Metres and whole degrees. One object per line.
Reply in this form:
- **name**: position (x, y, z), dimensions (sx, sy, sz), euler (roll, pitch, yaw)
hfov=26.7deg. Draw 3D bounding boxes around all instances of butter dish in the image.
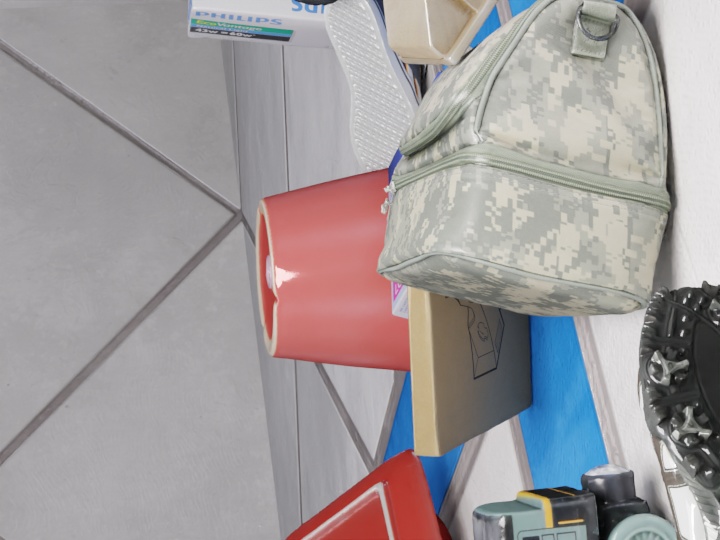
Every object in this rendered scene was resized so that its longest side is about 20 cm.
- **butter dish**: position (0.033, 0.310, 1.438), dimensions (0.199, 0.148, 0.201), euler (-39, 40, 22)

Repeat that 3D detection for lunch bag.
- **lunch bag**: position (0.097, -0.067, 0.901), dimensions (0.200, 0.138, 0.169), euler (162, 122, -79)

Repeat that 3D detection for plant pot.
- **plant pot**: position (0.000, 0.000, 1.362), dimensions (0.200, 0.176, 0.202), euler (177, 90, -81)

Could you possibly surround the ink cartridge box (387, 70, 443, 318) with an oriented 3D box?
- **ink cartridge box**: position (0.059, -0.071, 1.221), dimensions (0.120, 0.042, 0.201), euler (119, 161, -44)

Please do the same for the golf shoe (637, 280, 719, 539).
- **golf shoe**: position (0.166, 0.103, 0.700), dimensions (0.095, 0.077, 0.201), euler (100, 165, -56)

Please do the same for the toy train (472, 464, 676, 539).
- **toy train**: position (0.125, 0.215, 0.873), dimensions (0.085, 0.113, 0.202), euler (169, 98, -81)

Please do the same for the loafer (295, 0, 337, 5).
- **loafer**: position (-0.015, -0.304, 1.403), dimensions (0.201, 0.070, 0.068), euler (-48, -40, -46)

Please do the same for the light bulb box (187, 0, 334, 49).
- **light bulb box**: position (-0.074, -0.338, 1.546), dimensions (0.125, 0.197, 0.202), euler (148, 126, -81)

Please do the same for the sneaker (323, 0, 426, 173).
- **sneaker**: position (0.028, -0.176, 1.442), dimensions (0.079, 0.078, 0.201), euler (-37, -62, -57)

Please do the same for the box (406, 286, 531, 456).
- **box**: position (0.078, 0.016, 1.071), dimensions (0.163, 0.021, 0.202), euler (-16, -74, -59)

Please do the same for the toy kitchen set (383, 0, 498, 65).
- **toy kitchen set**: position (0.016, -0.238, 0.883), dimensions (0.164, 0.180, 0.200), euler (-58, 25, -6)
